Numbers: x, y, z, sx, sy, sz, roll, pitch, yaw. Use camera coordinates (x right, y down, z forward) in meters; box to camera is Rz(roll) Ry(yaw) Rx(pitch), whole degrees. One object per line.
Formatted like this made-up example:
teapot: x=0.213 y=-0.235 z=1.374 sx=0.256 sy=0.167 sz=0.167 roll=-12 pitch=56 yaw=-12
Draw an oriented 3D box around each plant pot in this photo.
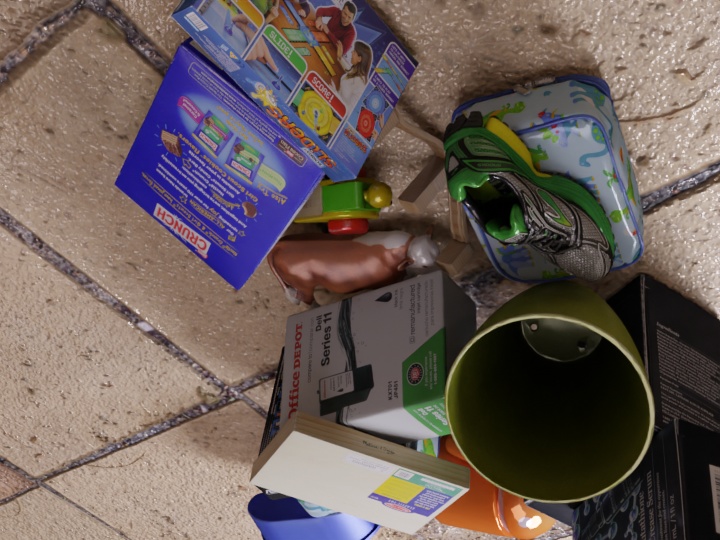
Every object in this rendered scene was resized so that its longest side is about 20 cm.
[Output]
plant pot: x=0.191 y=0.089 z=0.979 sx=0.184 sy=0.200 sz=0.190 roll=6 pitch=113 yaw=15

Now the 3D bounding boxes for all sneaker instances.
sneaker: x=0.142 y=-0.044 z=0.871 sx=0.199 sy=0.086 sz=0.078 roll=33 pitch=137 yaw=-23

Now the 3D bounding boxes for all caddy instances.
caddy: x=-0.057 y=0.317 z=1.381 sx=0.197 sy=0.142 sz=0.106 roll=-10 pitch=129 yaw=23

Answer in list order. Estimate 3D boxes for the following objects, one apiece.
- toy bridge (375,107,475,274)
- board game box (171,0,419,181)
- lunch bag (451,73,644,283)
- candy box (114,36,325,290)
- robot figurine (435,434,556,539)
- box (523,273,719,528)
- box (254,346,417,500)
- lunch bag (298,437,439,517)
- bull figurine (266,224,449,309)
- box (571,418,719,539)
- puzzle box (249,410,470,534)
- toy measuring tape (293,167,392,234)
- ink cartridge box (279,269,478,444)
toy bridge: x=0.067 y=-0.084 z=0.979 sx=0.027 sy=0.067 sz=0.201 roll=19 pitch=151 yaw=48
board game box: x=-0.046 y=-0.191 z=0.840 sx=0.034 sy=0.136 sz=0.200 roll=-3 pitch=140 yaw=50
lunch bag: x=0.173 y=-0.081 z=0.946 sx=0.159 sy=0.083 sz=0.201 roll=-12 pitch=133 yaw=23
candy box: x=-0.126 y=-0.106 z=0.960 sx=0.169 sy=0.077 sz=0.200 roll=40 pitch=132 yaw=-1
robot figurine: x=0.156 y=0.253 z=1.198 sx=0.198 sy=0.116 sz=0.146 roll=2 pitch=107 yaw=34
box: x=0.282 y=0.150 z=1.082 sx=0.123 sy=0.198 sz=0.200 roll=26 pitch=136 yaw=-17
box: x=-0.019 y=0.151 z=1.151 sx=0.191 sy=0.202 sz=0.048 roll=-18 pitch=132 yaw=30
lunch bag: x=0.000 y=0.199 z=1.218 sx=0.198 sy=0.162 sz=0.083 roll=-25 pitch=123 yaw=30
bull figurine: x=0.000 y=0.000 z=1.085 sx=0.197 sy=0.066 sz=0.122 roll=4 pitch=140 yaw=10
box: x=0.290 y=0.263 z=0.945 sx=0.106 sy=0.150 sz=0.201 roll=19 pitch=136 yaw=-9
puzzle box: x=-0.002 y=0.213 z=1.044 sx=0.198 sy=0.026 sz=0.133 roll=21 pitch=139 yaw=-16
toy measuring tape: x=-0.041 y=-0.068 z=1.035 sx=0.198 sy=0.074 sz=0.074 roll=-4 pitch=138 yaw=41
ink cartridge box: x=0.018 y=0.102 z=1.047 sx=0.198 sy=0.148 sz=0.083 roll=-18 pitch=144 yaw=27
